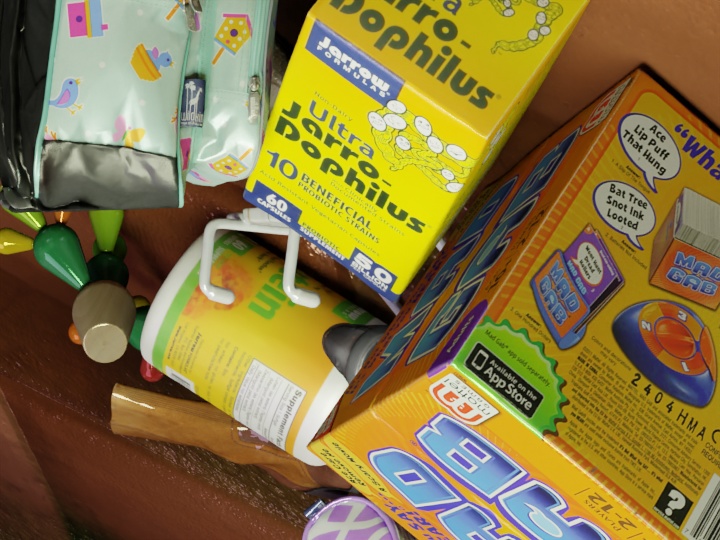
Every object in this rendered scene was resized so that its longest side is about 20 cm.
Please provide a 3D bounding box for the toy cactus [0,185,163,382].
[{"bbox_3d":[-0.194,0.016,1.398,0.201,0.102,0.165,56,-172,-25],"label":"toy cactus"}]

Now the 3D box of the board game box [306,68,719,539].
[{"bbox_3d":[0.130,0.060,1.026,0.200,0.200,0.200,39,154,-7],"label":"board game box"}]

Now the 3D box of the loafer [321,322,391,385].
[{"bbox_3d":[0.059,0.076,1.256,0.199,0.072,0.063,26,-179,-37],"label":"loafer"}]

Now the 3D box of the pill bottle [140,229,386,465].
[{"bbox_3d":[-0.043,0.064,1.336,0.199,0.111,0.111,31,153,10],"label":"pill bottle"}]

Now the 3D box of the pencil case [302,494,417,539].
[{"bbox_3d":[0.013,0.235,1.508,0.084,0.086,0.200,43,178,25],"label":"pencil case"}]

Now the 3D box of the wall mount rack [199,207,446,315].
[{"bbox_3d":[0.000,0.000,1.226,0.172,0.075,0.199,6,177,-31],"label":"wall mount rack"}]

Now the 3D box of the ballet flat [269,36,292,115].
[{"bbox_3d":[-0.056,-0.103,1.160,0.199,0.046,0.067,37,153,0],"label":"ballet flat"}]

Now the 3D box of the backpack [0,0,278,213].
[{"bbox_3d":[-0.122,-0.133,1.029,0.152,0.202,0.176,-2,-178,-12],"label":"backpack"}]

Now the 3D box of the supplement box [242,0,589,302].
[{"bbox_3d":[0.024,-0.089,1.019,0.108,0.110,0.200,34,152,4],"label":"supplement box"}]

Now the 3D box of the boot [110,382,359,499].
[{"bbox_3d":[-0.089,0.109,1.459,0.198,0.069,0.188,18,166,-6],"label":"boot"}]
